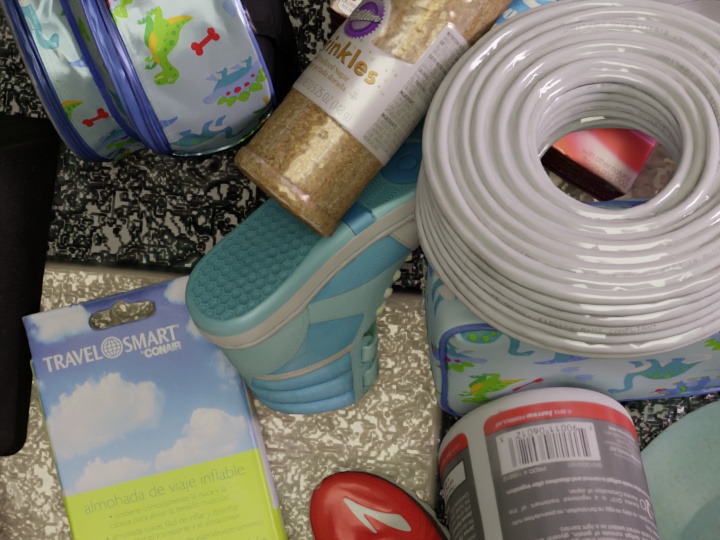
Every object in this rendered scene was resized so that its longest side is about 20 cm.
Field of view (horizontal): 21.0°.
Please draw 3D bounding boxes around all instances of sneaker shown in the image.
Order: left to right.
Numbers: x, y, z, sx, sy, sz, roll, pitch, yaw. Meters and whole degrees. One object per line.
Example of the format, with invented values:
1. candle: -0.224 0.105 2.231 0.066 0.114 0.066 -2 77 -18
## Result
1. sneaker: 0.000 0.000 1.109 0.199 0.131 0.080 -36 47 -11
2. sneaker: 0.033 0.195 1.101 0.077 0.085 0.201 -33 73 0

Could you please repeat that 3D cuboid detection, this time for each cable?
1. cable: 0.126 -0.049 0.985 0.199 0.069 0.200 -31 61 -15

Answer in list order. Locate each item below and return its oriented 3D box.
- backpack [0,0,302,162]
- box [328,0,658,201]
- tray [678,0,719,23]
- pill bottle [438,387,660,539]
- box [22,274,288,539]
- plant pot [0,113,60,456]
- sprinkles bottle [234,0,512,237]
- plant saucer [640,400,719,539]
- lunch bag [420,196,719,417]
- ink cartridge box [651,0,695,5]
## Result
1. backpack: -0.117 -0.145 1.056 0.146 0.200 0.185 -22 90 -1
2. box: 0.088 -0.133 1.108 0.199 0.095 0.100 32 88 0
3. tray: 0.178 -0.177 1.126 0.199 0.022 0.108 32 49 0
4. pill bottle: 0.111 0.176 1.057 0.114 0.116 0.202 -8 59 0
5. box: -0.115 0.111 1.129 0.121 0.048 0.202 -14 89 -1
6. plant pot: -0.286 0.001 1.066 0.197 0.177 0.202 7 90 0
7. sprinkles bottle: 0.019 -0.114 1.026 0.068 0.068 0.201 38 90 0
8. plant saucer: 0.211 0.168 1.083 0.039 0.201 0.202 30 90 -36
9. lunch bag: 0.133 0.023 1.078 0.198 0.161 0.083 -6 66 2
10. ink cartridge box: 0.183 -0.248 1.051 0.143 0.084 0.202 -11 52 16
